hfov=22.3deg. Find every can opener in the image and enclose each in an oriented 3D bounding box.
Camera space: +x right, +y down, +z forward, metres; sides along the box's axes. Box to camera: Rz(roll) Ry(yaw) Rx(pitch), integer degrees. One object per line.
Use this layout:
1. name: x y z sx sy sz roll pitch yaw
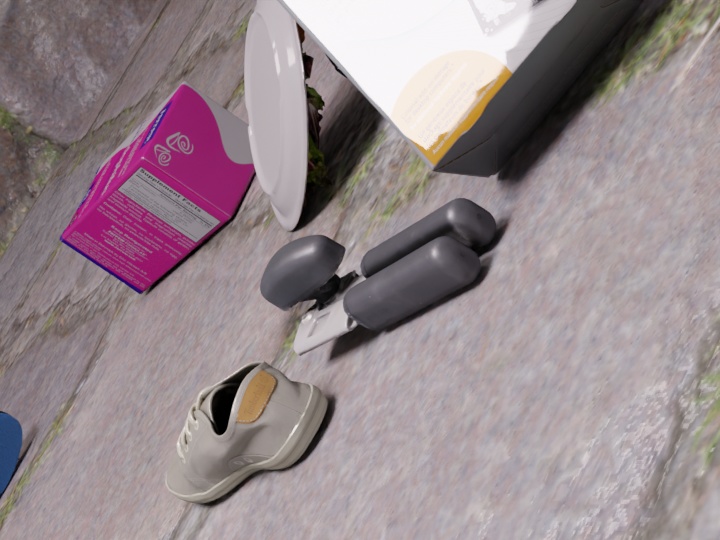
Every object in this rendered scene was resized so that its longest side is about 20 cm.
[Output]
1. can opener: 0.000 0.000 1.065 0.200 0.067 0.053 -31 30 58

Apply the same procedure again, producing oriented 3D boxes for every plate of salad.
1. plate of salad: -0.054 -0.131 1.414 0.200 0.048 0.200 175 90 -76

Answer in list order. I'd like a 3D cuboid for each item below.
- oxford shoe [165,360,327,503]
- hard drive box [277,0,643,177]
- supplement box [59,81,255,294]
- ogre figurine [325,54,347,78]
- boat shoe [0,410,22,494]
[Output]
1. oxford shoe: -0.085 0.099 1.148 0.200 0.058 0.075 -31 32 61
2. hard drive box: 0.043 -0.177 1.038 0.156 0.200 0.077 -50 -24 21
3. supplement box: -0.185 -0.074 1.712 0.200 0.103 0.101 -34 26 51
4. ogre figurine: -0.005 -0.253 1.486 0.200 0.120 0.098 -61 16 -18
5. boat shoe: -0.415 0.226 1.839 0.200 0.084 0.069 -57 27 -10
